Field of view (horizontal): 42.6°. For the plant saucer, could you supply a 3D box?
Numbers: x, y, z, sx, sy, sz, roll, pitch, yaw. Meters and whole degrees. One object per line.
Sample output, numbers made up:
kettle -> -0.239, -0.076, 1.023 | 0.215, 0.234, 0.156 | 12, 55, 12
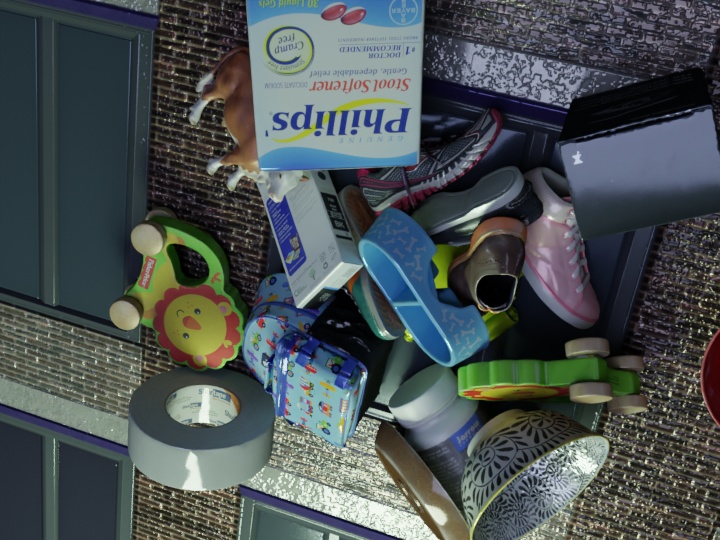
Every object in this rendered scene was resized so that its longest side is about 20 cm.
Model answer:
plant saucer -> 0.077, 0.286, 1.206 | 0.034, 0.200, 0.201 | -36, 100, -11

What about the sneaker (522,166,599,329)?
sneaker -> 0.237, -0.031, 1.073 | 0.104, 0.075, 0.201 | -36, 93, 33

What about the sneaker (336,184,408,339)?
sneaker -> 0.000, 0.000, 1.146 | 0.080, 0.071, 0.202 | -36, 64, 41

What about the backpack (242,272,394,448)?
backpack -> -0.070, 0.107, 1.192 | 0.198, 0.135, 0.184 | 28, 137, 12

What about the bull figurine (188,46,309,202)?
bull figurine -> -0.138, -0.168, 1.128 | 0.120, 0.065, 0.203 | -22, 79, 26

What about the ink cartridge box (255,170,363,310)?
ink cartridge box -> -0.067, -0.062, 1.144 | 0.099, 0.039, 0.202 | -43, 55, 35

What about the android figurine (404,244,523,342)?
android figurine -> 0.112, 0.018, 1.157 | 0.182, 0.041, 0.200 | 47, 118, -5

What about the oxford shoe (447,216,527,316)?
oxford shoe -> 0.137, 0.019, 1.044 | 0.070, 0.074, 0.201 | 6, 152, -2

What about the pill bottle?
pill bottle -> 0.128, 0.228, 1.200 | 0.113, 0.114, 0.201 | -29, 101, 27

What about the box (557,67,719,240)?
box -> 0.290, -0.123, 0.946 | 0.146, 0.200, 0.106 | -11, 109, 22

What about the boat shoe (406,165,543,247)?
boat shoe -> 0.118, -0.056, 1.059 | 0.060, 0.076, 0.199 | 44, 146, -24

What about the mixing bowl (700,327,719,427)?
mixing bowl -> 0.480, 0.097, 1.027 | 0.197, 0.108, 0.203 | 7, 114, 15

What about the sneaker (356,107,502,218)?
sneaker -> 0.080, -0.131, 1.083 | 0.199, 0.081, 0.075 | -31, 98, 28

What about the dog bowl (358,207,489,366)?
dog bowl -> 0.068, 0.024, 1.060 | 0.201, 0.049, 0.111 | 56, 162, -10

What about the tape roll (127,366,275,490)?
tape roll -> -0.216, 0.211, 1.261 | 0.198, 0.200, 0.067 | 13, 116, 13

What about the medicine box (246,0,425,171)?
medicine box -> -0.026, -0.220, 0.990 | 0.179, 0.103, 0.202 | -3, 123, -3

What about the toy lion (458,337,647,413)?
toy lion -> 0.219, 0.132, 1.093 | 0.190, 0.199, 0.070 | -11, 71, 33

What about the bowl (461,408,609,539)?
bowl -> 0.188, 0.229, 1.095 | 0.094, 0.199, 0.202 | 53, 126, 35

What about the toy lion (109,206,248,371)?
toy lion -> -0.237, 0.038, 1.279 | 0.190, 0.069, 0.202 | 23, 117, 0
